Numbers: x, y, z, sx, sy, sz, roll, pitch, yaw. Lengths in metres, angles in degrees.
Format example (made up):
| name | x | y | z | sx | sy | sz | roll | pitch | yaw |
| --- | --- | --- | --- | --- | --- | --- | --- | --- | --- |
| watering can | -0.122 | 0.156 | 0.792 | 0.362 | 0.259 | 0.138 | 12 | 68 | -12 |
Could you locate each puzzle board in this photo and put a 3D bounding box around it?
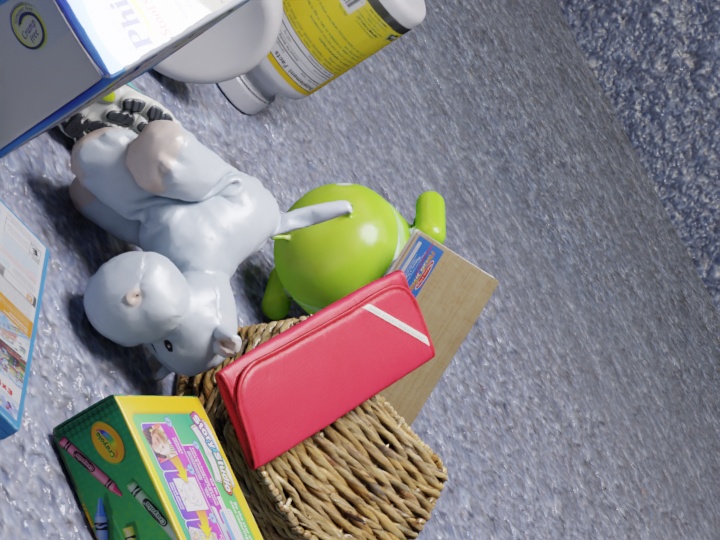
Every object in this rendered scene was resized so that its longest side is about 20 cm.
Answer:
| name | x | y | z | sx | sy | sz | roll | pitch | yaw |
| --- | --- | --- | --- | --- | --- | --- | --- | --- | --- |
| puzzle board | 0.028 | 0.070 | 1.752 | 0.017 | 0.201 | 0.151 | 32 | 1 | 35 |

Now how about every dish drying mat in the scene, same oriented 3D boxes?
| name | x | y | z | sx | sy | sz | roll | pitch | yaw |
| --- | --- | --- | --- | --- | --- | --- | --- | --- | --- |
| dish drying mat | -0.022 | 0.069 | 1.511 | 0.200 | 0.018 | 0.077 | -29 | 104 | -42 |

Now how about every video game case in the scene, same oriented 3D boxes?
| name | x | y | z | sx | sy | sz | roll | pitch | yaw |
| --- | --- | --- | --- | --- | --- | --- | --- | --- | --- |
| video game case | -0.263 | 0.000 | 1.348 | 0.143 | 0.018 | 0.200 | 49 | 21 | -29 |

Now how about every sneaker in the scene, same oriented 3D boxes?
| name | x | y | z | sx | sy | sz | roll | pitch | yaw |
| --- | --- | --- | --- | --- | --- | --- | --- | --- | --- |
| sneaker | -0.208 | -0.139 | 1.623 | 0.200 | 0.077 | 0.080 | 43 | 15 | -39 |

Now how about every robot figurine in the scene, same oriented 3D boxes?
| name | x | y | z | sx | sy | sz | roll | pitch | yaw |
| --- | --- | --- | --- | --- | --- | --- | --- | --- | --- |
| robot figurine | 0.000 | 0.000 | 1.785 | 0.200 | 0.175 | 0.116 | 45 | 26 | -54 |

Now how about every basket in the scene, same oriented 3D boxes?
| name | x | y | z | sx | sy | sz | roll | pitch | yaw |
| --- | --- | --- | --- | --- | --- | --- | --- | --- | --- |
| basket | -0.060 | 0.150 | 1.576 | 0.200 | 0.149 | 0.143 | 49 | 54 | -27 |

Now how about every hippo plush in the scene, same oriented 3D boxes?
| name | x | y | z | sx | sy | sz | roll | pitch | yaw |
| --- | --- | --- | --- | --- | --- | --- | --- | --- | --- |
| hippo plush | -0.142 | -0.001 | 1.535 | 0.199 | 0.159 | 0.162 | 26 | 66 | -35 |

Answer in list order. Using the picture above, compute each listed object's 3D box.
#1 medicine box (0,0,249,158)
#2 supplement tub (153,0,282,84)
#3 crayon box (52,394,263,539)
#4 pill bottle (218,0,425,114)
| name | x | y | z | sx | sy | sz | roll | pitch | yaw |
| --- | --- | --- | --- | --- | --- | --- | --- | --- | --- |
| medicine box | -0.188 | -0.181 | 1.458 | 0.200 | 0.182 | 0.103 | -39 | 99 | -43 |
| supplement tub | -0.142 | -0.276 | 1.883 | 0.145 | 0.144 | 0.200 | 49 | 21 | -29 |
| crayon box | -0.118 | 0.182 | 1.381 | 0.201 | 0.058 | 0.119 | 64 | 19 | 14 |
| pill bottle | -0.046 | -0.236 | 1.980 | 0.113 | 0.199 | 0.113 | 49 | 21 | -27 |
